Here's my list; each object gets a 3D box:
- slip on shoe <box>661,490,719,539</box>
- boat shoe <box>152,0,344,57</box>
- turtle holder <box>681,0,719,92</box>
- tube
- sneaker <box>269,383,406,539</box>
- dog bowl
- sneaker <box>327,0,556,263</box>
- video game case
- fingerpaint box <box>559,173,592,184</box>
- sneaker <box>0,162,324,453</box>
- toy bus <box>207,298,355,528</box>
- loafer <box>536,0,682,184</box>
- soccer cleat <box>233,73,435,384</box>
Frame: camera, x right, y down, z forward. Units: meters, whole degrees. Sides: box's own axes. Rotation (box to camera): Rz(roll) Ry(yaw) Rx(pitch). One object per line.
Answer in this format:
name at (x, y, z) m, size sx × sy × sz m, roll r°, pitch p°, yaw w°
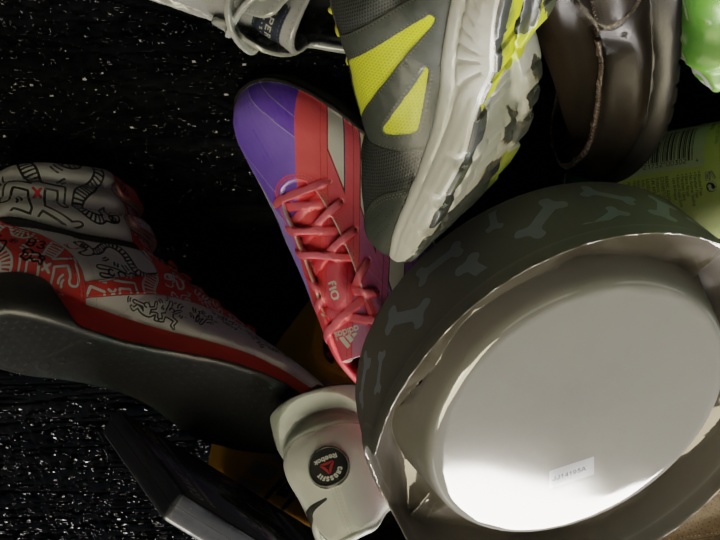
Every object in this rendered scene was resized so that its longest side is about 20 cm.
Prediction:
slip on shoe at (0.131, 0.135, 1.166) m, size 0.199 × 0.061 × 0.076 m, roll -27°, pitch 168°, yaw 31°
boat shoe at (-0.027, -0.121, 0.997) m, size 0.198 × 0.069 × 0.072 m, roll 10°, pitch 143°, yaw -3°
turtle holder at (0.210, -0.081, 0.946) m, size 0.184 × 0.142 × 0.132 m, roll -8°, pitch 141°, yaw 18°
tube at (0.208, -0.047, 1.053) m, size 0.199 × 0.052 × 0.058 m, roll -10°, pitch 111°, yaw 27°
sneaker at (0.013, 0.131, 1.184) m, size 0.074 × 0.089 × 0.200 m, roll -24°, pitch 153°, yaw 14°
dog bowl at (0.088, 0.048, 1.038) m, size 0.199 × 0.059 × 0.201 m, roll -13°, pitch 132°, yaw -15°
sneaker at (0.026, -0.089, 0.945) m, size 0.084 × 0.074 × 0.201 m, roll 33°, pitch 137°, yaw 16°
video game case at (-0.033, 0.145, 1.204) m, size 0.199 × 0.019 × 0.143 m, roll 33°, pitch -179°, yaw -22°
fingerpaint box at (0.164, 0.051, 1.180) m, size 0.199 × 0.074 × 0.167 m, roll 15°, pitch 141°, yaw -8°
sneaker at (-0.097, 0.013, 1.158) m, size 0.200 × 0.108 × 0.067 m, roll 20°, pitch 137°, yaw -25°
toy bus at (-0.010, 0.065, 1.240) m, size 0.078 × 0.065 × 0.200 m, roll 21°, pitch 141°, yaw -14°
loafer at (0.094, -0.119, 0.971) m, size 0.071 × 0.073 × 0.201 m, roll -3°, pitch 133°, yaw -8°
soccer cleat at (0.000, 0.000, 1.098) m, size 0.068 × 0.073 × 0.201 m, roll -24°, pitch 105°, yaw 44°
